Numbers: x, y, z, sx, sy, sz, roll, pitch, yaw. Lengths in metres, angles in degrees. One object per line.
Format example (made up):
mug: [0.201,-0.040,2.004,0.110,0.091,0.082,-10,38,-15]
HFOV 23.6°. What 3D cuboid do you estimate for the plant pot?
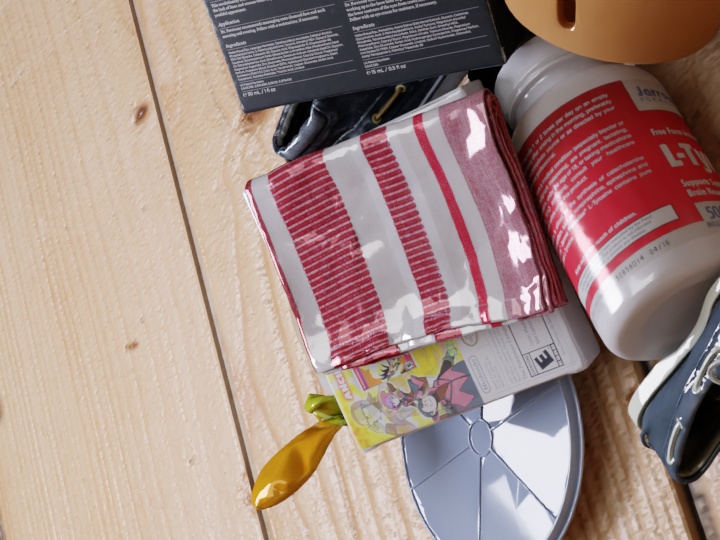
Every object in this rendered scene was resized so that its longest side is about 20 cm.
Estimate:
plant pot: [0.163,-0.219,1.034,0.200,0.198,0.141,51,145,40]

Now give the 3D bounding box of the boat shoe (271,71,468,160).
boat shoe: [0.018,-0.148,1.229,0.201,0.090,0.071,-59,32,18]

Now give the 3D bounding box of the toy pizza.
toy pizza: [0.097,0.119,1.234,0.199,0.031,0.203,0,90,54]

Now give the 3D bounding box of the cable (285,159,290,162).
cable: [-0.007,-0.111,1.359,0.199,0.050,0.098,18,102,50]

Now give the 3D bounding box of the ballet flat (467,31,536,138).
ballet flat: [0.102,-0.107,1.203,0.066,0.056,0.202,-41,51,48]

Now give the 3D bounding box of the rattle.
rattle: [-0.053,0.047,1.252,0.130,0.142,0.201,-123,12,-53]

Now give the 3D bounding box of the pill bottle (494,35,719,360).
pill bottle: [0.162,-0.054,1.081,0.112,0.111,0.201,-53,51,39]

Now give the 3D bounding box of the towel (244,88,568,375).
towel: [0.024,-0.019,1.113,0.199,0.023,0.145,-17,96,33]

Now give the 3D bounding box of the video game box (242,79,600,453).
video game box: [0.040,0.000,1.160,0.181,0.047,0.202,-22,94,24]

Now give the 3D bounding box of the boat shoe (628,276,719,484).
boat shoe: [0.226,0.050,1.026,0.201,0.074,0.062,-57,46,38]

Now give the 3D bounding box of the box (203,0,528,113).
box: [-0.003,-0.196,1.125,0.198,0.079,0.142,-7,117,28]
